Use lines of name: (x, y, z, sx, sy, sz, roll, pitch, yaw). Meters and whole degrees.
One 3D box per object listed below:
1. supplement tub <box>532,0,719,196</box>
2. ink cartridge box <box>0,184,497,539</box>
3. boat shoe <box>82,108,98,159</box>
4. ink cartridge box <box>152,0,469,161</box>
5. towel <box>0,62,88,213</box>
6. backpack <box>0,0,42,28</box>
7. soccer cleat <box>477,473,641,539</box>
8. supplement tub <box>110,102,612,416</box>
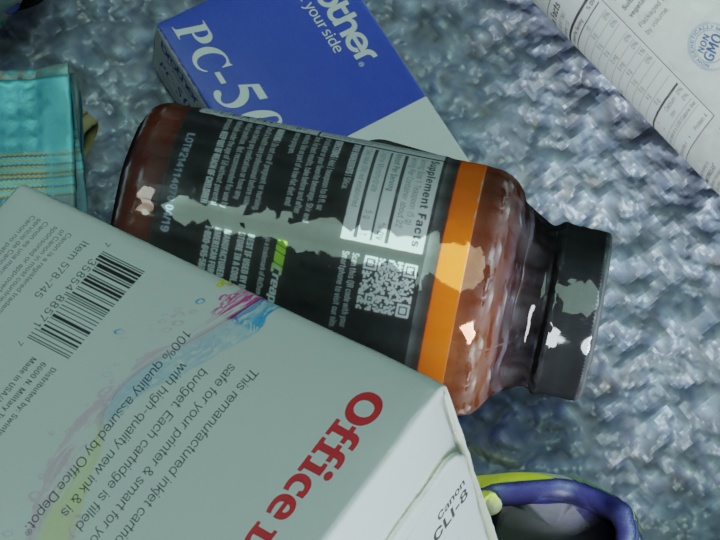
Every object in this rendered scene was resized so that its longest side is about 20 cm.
supplement tub: (0.171, -0.121, 1.015, 0.132, 0.132, 0.200, -38, 77, -18)
ink cartridge box: (-0.072, 0.094, 0.793, 0.199, 0.145, 0.145, 25, 63, 31)
boat shoe: (-0.165, 0.012, 0.957, 0.063, 0.073, 0.202, 10, 61, 2)
ink cartridge box: (-0.006, -0.043, 1.009, 0.094, 0.044, 0.200, -28, 75, -17)
towel: (-0.208, -0.015, 0.908, 0.199, 0.022, 0.147, -3, 68, -14)
backpack: (-0.242, -0.140, 0.976, 0.199, 0.127, 0.167, -30, 63, -15)
soccer cleat: (0.020, 0.107, 0.926, 0.199, 0.084, 0.065, 4, 69, -5)
supplement tub: (0.000, 0.000, 0.913, 0.199, 0.107, 0.107, 12, 68, 3)
